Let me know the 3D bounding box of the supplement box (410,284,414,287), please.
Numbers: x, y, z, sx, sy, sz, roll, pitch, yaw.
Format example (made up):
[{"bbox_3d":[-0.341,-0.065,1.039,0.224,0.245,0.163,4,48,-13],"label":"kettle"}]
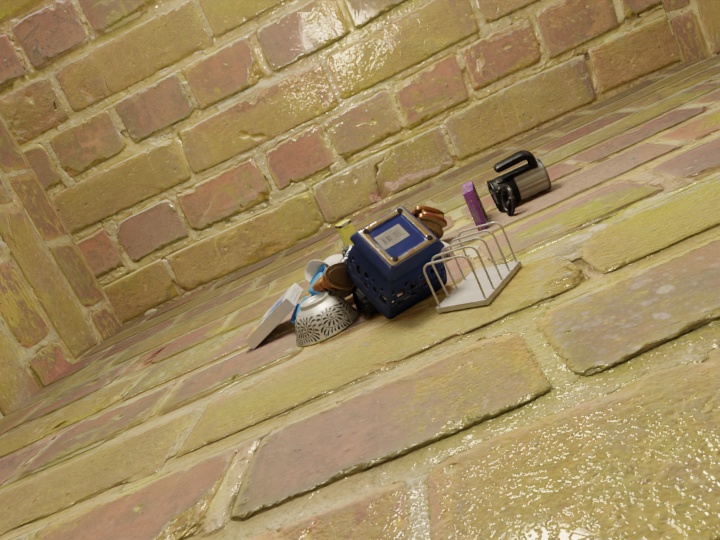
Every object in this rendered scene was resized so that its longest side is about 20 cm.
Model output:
[{"bbox_3d":[0.102,-0.020,1.657,0.199,0.086,0.110,8,30,36],"label":"supplement box"}]

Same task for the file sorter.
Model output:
[{"bbox_3d":[0.256,-0.010,1.333,0.138,0.125,0.200,-15,16,43],"label":"file sorter"}]

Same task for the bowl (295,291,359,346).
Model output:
[{"bbox_3d":[-0.112,0.122,1.617,0.200,0.095,0.201,-25,11,5],"label":"bowl"}]

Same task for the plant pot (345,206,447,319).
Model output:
[{"bbox_3d":[0.089,-0.032,1.445,0.199,0.200,0.180,-31,-32,-19],"label":"plant pot"}]

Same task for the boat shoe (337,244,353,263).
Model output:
[{"bbox_3d":[-0.024,-0.059,1.816,0.200,0.062,0.075,-43,-7,-18],"label":"boat shoe"}]

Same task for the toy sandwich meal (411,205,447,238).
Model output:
[{"bbox_3d":[0.197,-0.152,1.967,0.204,0.071,0.205,5,-21,2],"label":"toy sandwich meal"}]

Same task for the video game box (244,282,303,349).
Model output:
[{"bbox_3d":[-0.273,0.142,1.839,0.200,0.047,0.182,-45,6,11],"label":"video game box"}]

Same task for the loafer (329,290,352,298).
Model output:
[{"bbox_3d":[-0.087,0.083,1.802,0.200,0.067,0.076,-34,28,56],"label":"loafer"}]

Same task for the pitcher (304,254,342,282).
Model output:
[{"bbox_3d":[-0.066,0.016,1.912,0.171,0.122,0.200,23,12,21],"label":"pitcher"}]

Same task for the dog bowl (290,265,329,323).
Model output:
[{"bbox_3d":[-0.142,0.082,1.754,0.201,0.049,0.111,-62,16,-11],"label":"dog bowl"}]

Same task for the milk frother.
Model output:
[{"bbox_3d":[0.544,-0.276,1.924,0.187,0.181,0.201,-25,55,7],"label":"milk frother"}]

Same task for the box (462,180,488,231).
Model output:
[{"bbox_3d":[0.388,-0.221,1.940,0.039,0.137,0.200,-22,12,16],"label":"box"}]

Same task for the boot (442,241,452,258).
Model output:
[{"bbox_3d":[0.177,-0.047,1.743,0.199,0.073,0.091,11,56,26],"label":"boot"}]

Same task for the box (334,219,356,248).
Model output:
[{"bbox_3d":[-0.019,-0.078,1.993,0.050,0.201,0.075,-28,10,-12],"label":"box"}]

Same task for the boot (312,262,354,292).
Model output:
[{"bbox_3d":[-0.080,0.024,1.599,0.155,0.077,0.200,-14,1,35],"label":"boot"}]

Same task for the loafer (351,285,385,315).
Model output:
[{"bbox_3d":[0.022,0.078,1.602,0.070,0.069,0.201,-16,13,-10],"label":"loafer"}]
